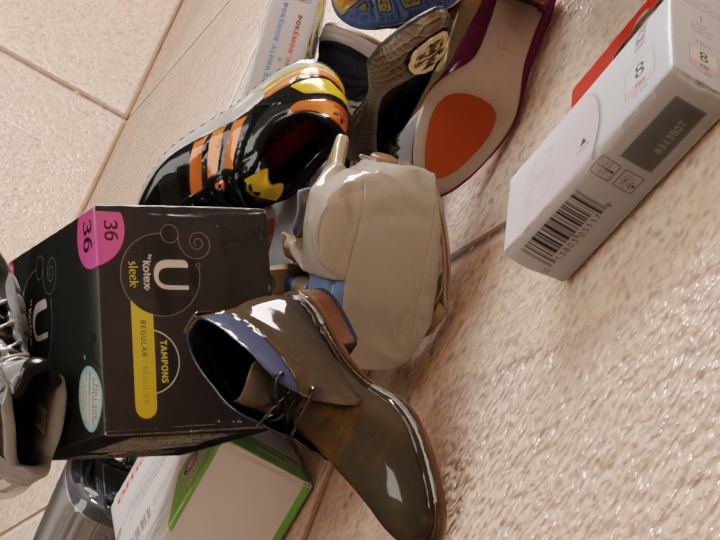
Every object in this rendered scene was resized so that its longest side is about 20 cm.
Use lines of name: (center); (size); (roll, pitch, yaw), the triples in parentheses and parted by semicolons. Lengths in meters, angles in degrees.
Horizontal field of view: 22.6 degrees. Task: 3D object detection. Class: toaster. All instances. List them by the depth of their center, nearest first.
toaster: (-0.232, 0.242, 1.600); (0.130, 0.113, 0.200); (-62, 16, 8)

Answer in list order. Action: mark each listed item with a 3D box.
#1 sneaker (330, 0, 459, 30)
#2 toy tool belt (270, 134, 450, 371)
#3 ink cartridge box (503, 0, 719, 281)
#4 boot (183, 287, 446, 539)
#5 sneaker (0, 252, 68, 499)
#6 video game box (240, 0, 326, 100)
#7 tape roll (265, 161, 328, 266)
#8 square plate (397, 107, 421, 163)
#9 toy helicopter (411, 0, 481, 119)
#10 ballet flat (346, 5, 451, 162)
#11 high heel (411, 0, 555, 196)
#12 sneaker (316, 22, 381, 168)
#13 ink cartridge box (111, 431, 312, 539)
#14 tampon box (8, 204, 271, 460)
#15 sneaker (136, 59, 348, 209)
sneaker: (0.057, -0.222, 1.321); (0.200, 0.075, 0.088); (-34, -6, -24)
toy tool belt: (-0.007, 0.016, 1.226); (0.123, 0.124, 0.201); (-144, 58, -65)
ink cartridge box: (0.151, -0.112, 1.076); (0.163, 0.057, 0.200); (-51, 23, 37)
boot: (-0.030, 0.092, 1.073); (0.200, 0.097, 0.075); (55, 133, 36)
sneaker: (-0.236, 0.049, 1.200); (0.115, 0.075, 0.201); (-20, 85, 57)
video game box: (-0.066, -0.163, 1.510); (0.200, 0.047, 0.183); (109, 174, -75)
tape roll: (-0.068, 0.006, 1.385); (0.200, 0.066, 0.201); (-43, 32, 35)
square plate: (0.000, 0.000, 1.396); (0.200, 0.028, 0.199); (-49, 23, 46)
toy helicopter: (0.052, -0.163, 1.456); (0.132, 0.079, 0.201); (-138, 64, -68)
ballet flat: (0.028, -0.127, 1.312); (0.067, 0.046, 0.200); (-25, -15, -26)
high heel: (0.093, -0.140, 1.325); (0.201, 0.067, 0.096); (-60, -1, -2)
sneaker: (-0.017, -0.131, 1.552); (0.200, 0.070, 0.109); (77, -143, -74)
ink cartridge box: (-0.121, 0.176, 1.395); (0.146, 0.084, 0.200); (-60, 16, 6)
tampon box: (-0.154, 0.048, 1.245); (0.200, 0.126, 0.151); (-24, 69, 61)
sneaker: (-0.090, -0.069, 1.320); (0.200, 0.070, 0.090); (-40, 28, 13)
